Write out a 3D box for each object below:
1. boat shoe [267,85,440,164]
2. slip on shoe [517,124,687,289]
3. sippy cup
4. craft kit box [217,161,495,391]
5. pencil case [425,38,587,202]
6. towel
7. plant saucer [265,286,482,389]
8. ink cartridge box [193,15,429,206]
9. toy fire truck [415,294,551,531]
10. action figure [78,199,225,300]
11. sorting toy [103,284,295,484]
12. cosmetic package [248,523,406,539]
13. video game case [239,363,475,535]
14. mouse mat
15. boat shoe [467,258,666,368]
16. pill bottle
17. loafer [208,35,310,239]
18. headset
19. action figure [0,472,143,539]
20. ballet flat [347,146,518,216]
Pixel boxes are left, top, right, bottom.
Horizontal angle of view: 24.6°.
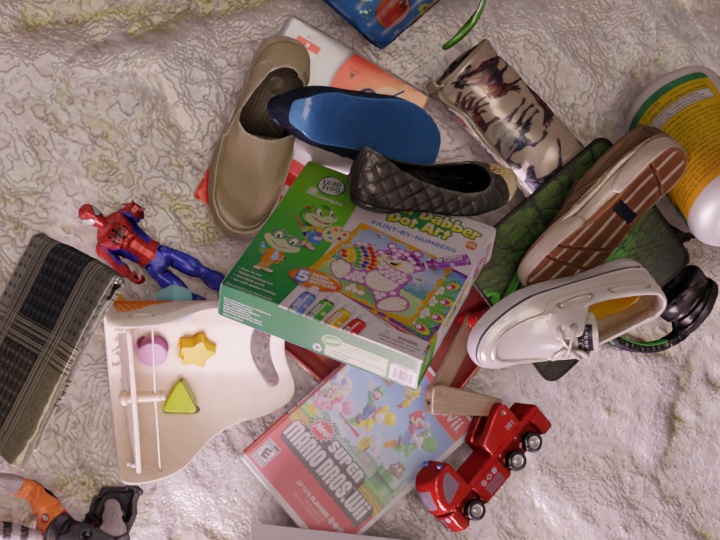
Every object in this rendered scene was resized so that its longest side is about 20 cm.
[{"bbox_3d":[-0.003,-0.143,1.553,0.199,0.068,0.085,21,89,-47],"label":"boat shoe"},{"bbox_3d":[0.223,-0.061,1.588,0.200,0.061,0.076,-46,137,6],"label":"slip on shoe"},{"bbox_3d":[0.027,-0.292,1.594,0.130,0.178,0.140,-48,144,5],"label":"sippy cup"},{"bbox_3d":[0.000,0.000,1.519,0.199,0.198,0.049,20,132,12],"label":"craft kit box"},{"bbox_3d":[0.152,-0.137,1.639,0.200,0.078,0.090,46,55,-13],"label":"pencil case"},{"bbox_3d":[-0.299,0.073,1.514,0.034,0.192,0.201,31,84,-35],"label":"towel"},{"bbox_3d":[0.034,0.045,1.645,0.200,0.037,0.200,41,85,-14],"label":"plant saucer"},{"bbox_3d":[-0.049,-0.124,1.621,0.161,0.050,0.201,29,84,-11],"label":"ink cartridge box"},{"bbox_3d":[0.110,0.138,1.613,0.200,0.049,0.141,-47,105,-17],"label":"toy fire truck"},{"bbox_3d":[-0.184,-0.005,1.579,0.199,0.099,0.066,33,86,-8],"label":"action figure"},{"bbox_3d":[-0.148,0.087,1.560,0.179,0.107,0.201,-6,128,-11],"label":"sorting toy"},{"bbox_3d":[-0.023,0.330,1.615,0.198,0.052,0.152,8,121,-12],"label":"cosmetic package"},{"bbox_3d":[0.000,0.168,1.621,0.200,0.017,0.143,-41,104,-8],"label":"video game case"},{"bbox_3d":[0.212,-0.011,1.618,0.200,0.008,0.161,-40,102,-10],"label":"mouse mat"},{"bbox_3d":[0.200,0.052,1.568,0.199,0.070,0.071,-18,126,-17],"label":"boat shoe"},{"bbox_3d":[0.353,-0.096,1.621,0.112,0.113,0.201,-23,56,-9],"label":"pill bottle"},{"bbox_3d":[-0.099,-0.123,1.572,0.075,0.068,0.201,14,104,-6],"label":"loafer"},{"bbox_3d":[0.324,0.002,1.677,0.199,0.094,0.124,-33,98,-13],"label":"headset"},{"bbox_3d":[-0.291,0.287,1.568,0.192,0.105,0.201,17,87,-2],"label":"action figure"},{"bbox_3d":[0.075,-0.086,1.549,0.199,0.066,0.057,-4,122,-38],"label":"ballet flat"}]
